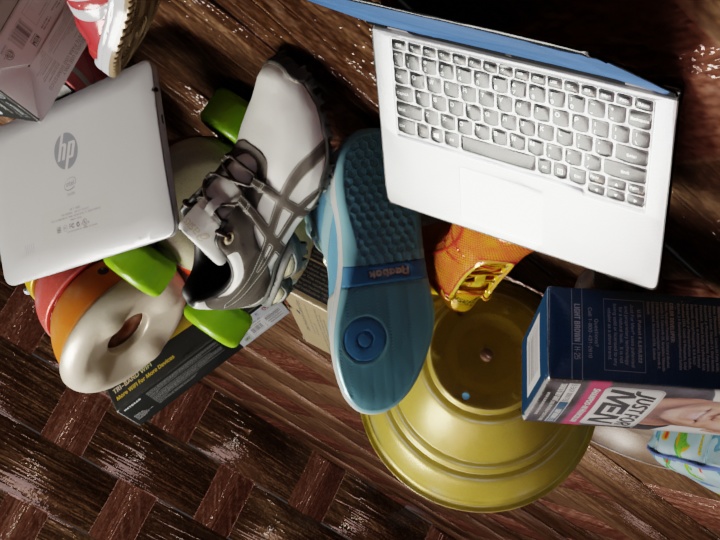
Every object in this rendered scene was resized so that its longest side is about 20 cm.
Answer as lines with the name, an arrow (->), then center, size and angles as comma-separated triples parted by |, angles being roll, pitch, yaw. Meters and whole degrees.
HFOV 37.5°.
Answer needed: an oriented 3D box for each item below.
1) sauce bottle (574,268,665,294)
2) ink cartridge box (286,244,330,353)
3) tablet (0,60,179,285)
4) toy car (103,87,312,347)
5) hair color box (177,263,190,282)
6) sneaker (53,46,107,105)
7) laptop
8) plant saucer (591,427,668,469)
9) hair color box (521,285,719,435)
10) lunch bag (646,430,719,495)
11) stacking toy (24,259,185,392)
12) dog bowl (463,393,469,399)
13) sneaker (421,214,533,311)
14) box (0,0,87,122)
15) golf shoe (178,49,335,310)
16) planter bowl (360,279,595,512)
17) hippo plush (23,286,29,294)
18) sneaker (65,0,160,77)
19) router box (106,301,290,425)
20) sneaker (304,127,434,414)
sauce bottle -> 0.181, 0.024, 0.745 | 0.065, 0.067, 0.201 | 23, 162, 20
ink cartridge box -> 0.013, 0.054, 1.127 | 0.163, 0.076, 0.200 | 27, 166, 12
tablet -> -0.220, -0.071, 0.817 | 0.197, 0.133, 0.014 | -14, 172, 33
toy car -> -0.138, -0.057, 0.912 | 0.157, 0.166, 0.199 | 37, 176, -29
hair color box -> -0.181, -0.055, 1.054 | 0.198, 0.112, 0.064 | 20, 163, 31
sneaker -> -0.218, -0.133, 0.917 | 0.072, 0.088, 0.201 | 2, 150, 13
laptop -> 0.056, -0.066, 0.550 | 0.185, 0.116, 0.202 | 21, 136, 29
plant saucer -> 0.246, 0.140, 1.066 | 0.198, 0.032, 0.201 | 26, 164, 8
hair color box -> 0.206, 0.061, 0.664 | 0.196, 0.062, 0.100 | 3, 158, 1
lunch bag -> 0.318, 0.145, 0.803 | 0.159, 0.083, 0.200 | 27, 175, 1
stacking toy -> -0.278, 0.005, 1.022 | 0.199, 0.146, 0.146 | 41, 170, 19
dog bowl -> 0.111, 0.145, 1.078 | 0.196, 0.050, 0.112 | 4, 161, 19
sneaker -> 0.087, -0.011, 0.744 | 0.072, 0.079, 0.200 | 1, 175, -12
box -> -0.288, -0.186, 0.815 | 0.198, 0.118, 0.060 | 13, 162, 43
golf shoe -> -0.078, -0.052, 0.746 | 0.077, 0.094, 0.203 | 36, 129, 36
planter bowl -> 0.095, 0.079, 0.831 | 0.198, 0.202, 0.084 | 25, 157, 12
hippo plush -> -0.271, -0.054, 1.248 | 0.197, 0.161, 0.162 | 16, 136, -9
sneaker -> -0.183, -0.200, 0.655 | 0.111, 0.072, 0.200 | 25, 158, -3
router box -> -0.194, 0.036, 1.110 | 0.158, 0.199, 0.052 | 54, -179, 31
sneaker -> 0.000, 0.000, 0.801 | 0.078, 0.204, 0.130 | 1, -179, -17
